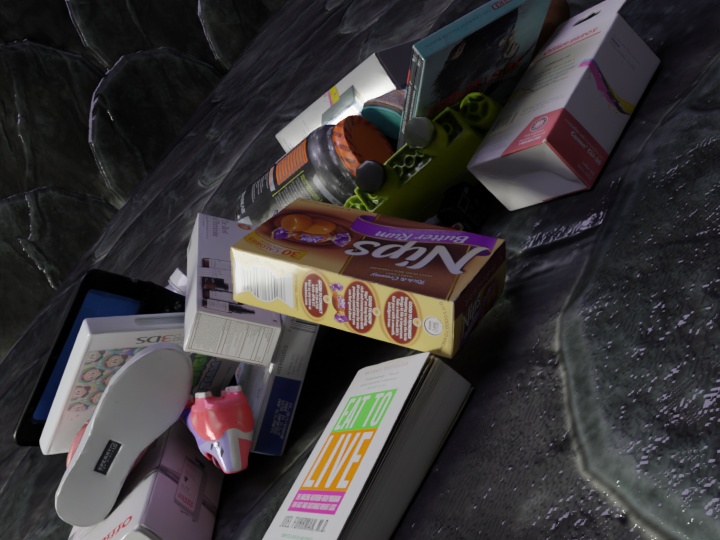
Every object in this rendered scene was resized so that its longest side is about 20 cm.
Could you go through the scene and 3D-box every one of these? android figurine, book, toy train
[{"bbox_3d":[0.069,-0.101,1.015,0.182,0.041,0.200,-41,-17,18],"label":"android figurine"},{"bbox_3d":[-0.007,0.164,0.802,0.133,0.048,0.200,-18,37,59],"label":"book"},{"bbox_3d":[0.079,-0.017,0.960,0.034,0.046,0.200,-32,25,39],"label":"toy train"}]

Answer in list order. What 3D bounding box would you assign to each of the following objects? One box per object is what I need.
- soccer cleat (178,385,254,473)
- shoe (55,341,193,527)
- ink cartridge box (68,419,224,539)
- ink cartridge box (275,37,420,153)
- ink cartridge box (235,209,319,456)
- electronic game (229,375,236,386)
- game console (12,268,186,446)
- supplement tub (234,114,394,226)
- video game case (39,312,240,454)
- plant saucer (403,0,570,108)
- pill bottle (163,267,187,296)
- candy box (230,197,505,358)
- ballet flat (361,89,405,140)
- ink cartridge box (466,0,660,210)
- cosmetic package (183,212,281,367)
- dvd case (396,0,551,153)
[{"bbox_3d":[-0.137,0.152,0.985,0.066,0.077,0.200,-7,-8,-15],"label":"soccer cleat"},{"bbox_3d":[-0.227,0.143,0.988,0.200,0.071,0.091,-58,18,9],"label":"shoe"},{"bbox_3d":[-0.216,0.248,1.020,0.146,0.083,0.200,-41,19,18],"label":"ink cartridge box"},{"bbox_3d":[0.005,-0.217,1.398,0.200,0.088,0.145,-32,2,34],"label":"ink cartridge box"},{"bbox_3d":[-0.082,0.056,1.047,0.200,0.043,0.197,-119,43,-70],"label":"ink cartridge box"},{"bbox_3d":[-0.186,0.105,1.302,0.200,0.042,0.200,-40,29,27],"label":"electronic game"},{"bbox_3d":[-0.247,0.118,1.116,0.116,0.175,0.201,-145,79,-82],"label":"game console"},{"bbox_3d":[-0.055,-0.101,1.302,0.200,0.122,0.123,-35,22,33],"label":"supplement tub"},{"bbox_3d":[-0.215,0.114,1.049,0.200,0.181,0.024,-59,47,39],"label":"video game case"},{"bbox_3d":[0.134,-0.205,1.056,0.200,0.032,0.200,-31,-18,-12],"label":"plant saucer"},{"bbox_3d":[-0.246,0.099,1.231,0.200,0.112,0.112,-55,19,-1],"label":"pill bottle"},{"bbox_3d":[0.007,0.001,0.852,0.199,0.057,0.117,12,30,25],"label":"candy box"},{"bbox_3d":[0.081,-0.186,1.236,0.067,0.068,0.200,-46,38,-14],"label":"ballet flat"},{"bbox_3d":[0.196,-0.158,0.952,0.200,0.067,0.116,-57,21,-23],"label":"ink cartridge box"},{"bbox_3d":[-0.127,0.013,1.015,0.200,0.082,0.051,-106,34,-60],"label":"cosmetic package"},{"bbox_3d":[0.103,-0.182,0.966,0.146,0.022,0.200,-32,-15,-14],"label":"dvd case"}]
